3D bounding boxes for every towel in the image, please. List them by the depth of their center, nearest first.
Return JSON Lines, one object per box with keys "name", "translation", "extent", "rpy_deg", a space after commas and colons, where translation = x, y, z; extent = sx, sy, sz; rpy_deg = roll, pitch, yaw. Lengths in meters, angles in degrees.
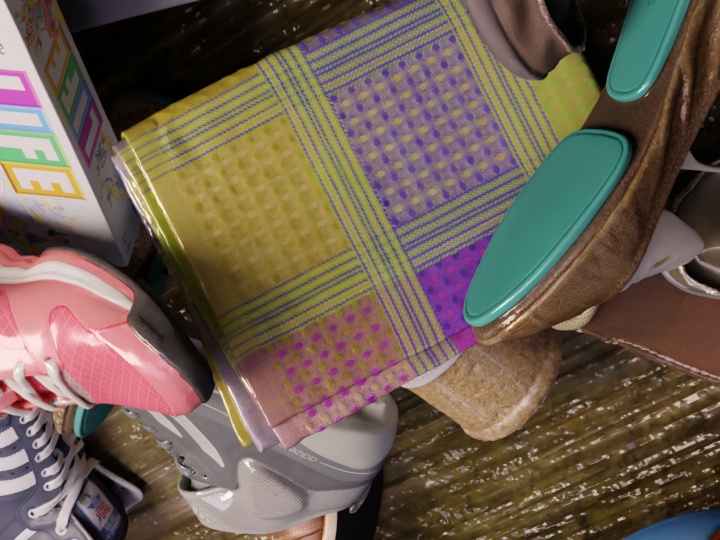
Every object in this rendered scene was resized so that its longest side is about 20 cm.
{"name": "towel", "translation": [0.010, -0.032, 0.780], "extent": [0.199, 0.023, 0.144], "rpy_deg": [-28, 91, -8]}

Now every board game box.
{"name": "board game box", "translation": [-0.177, -0.074, 0.769], "extent": [0.133, 0.034, 0.201], "rpy_deg": [4, 148, 13]}

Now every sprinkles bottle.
{"name": "sprinkles bottle", "translation": [0.000, 0.000, 0.852], "extent": [0.199, 0.069, 0.068], "rpy_deg": [35, 129, -24]}

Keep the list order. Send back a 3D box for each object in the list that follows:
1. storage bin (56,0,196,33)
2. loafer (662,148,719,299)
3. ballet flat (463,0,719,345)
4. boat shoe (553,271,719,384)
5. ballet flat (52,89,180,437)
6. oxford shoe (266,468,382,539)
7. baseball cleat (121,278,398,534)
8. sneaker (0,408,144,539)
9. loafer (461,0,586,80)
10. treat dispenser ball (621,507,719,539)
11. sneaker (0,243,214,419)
{"name": "storage bin", "translation": [-0.111, -0.168, 0.757], "extent": [0.198, 0.146, 0.135], "rpy_deg": [-11, 131, 26]}
{"name": "loafer", "translation": [0.212, -0.031, 0.767], "extent": [0.198, 0.070, 0.076], "rpy_deg": [-13, 89, 19]}
{"name": "ballet flat", "translation": [0.116, -0.048, 0.756], "extent": [0.072, 0.201, 0.068], "rpy_deg": [29, 175, -24]}
{"name": "boat shoe", "translation": [0.102, 0.005, 0.840], "extent": [0.201, 0.075, 0.075], "rpy_deg": [28, 129, -3]}
{"name": "ballet flat", "translation": [-0.122, -0.007, 0.921], "extent": [0.065, 0.071, 0.201], "rpy_deg": [32, 121, 6]}
{"name": "oxford shoe", "translation": [-0.030, 0.110, 0.971], "extent": [0.071, 0.071, 0.202], "rpy_deg": [10, 116, 17]}
{"name": "baseball cleat", "translation": [-0.085, 0.066, 0.874], "extent": [0.199, 0.070, 0.107], "rpy_deg": [21, 121, -4]}
{"name": "sneaker", "translation": [-0.167, 0.093, 1.000], "extent": [0.108, 0.070, 0.201], "rpy_deg": [22, 133, 6]}
{"name": "loafer", "translation": [0.067, -0.168, 0.716], "extent": [0.070, 0.073, 0.202], "rpy_deg": [-4, 114, 15]}
{"name": "treat dispenser ball", "translation": [0.175, 0.212, 0.884], "extent": [0.199, 0.201, 0.202], "rpy_deg": [9, 127, 12]}
{"name": "sneaker", "translation": [-0.148, 0.035, 0.775], "extent": [0.199, 0.087, 0.074], "rpy_deg": [17, 155, 29]}
